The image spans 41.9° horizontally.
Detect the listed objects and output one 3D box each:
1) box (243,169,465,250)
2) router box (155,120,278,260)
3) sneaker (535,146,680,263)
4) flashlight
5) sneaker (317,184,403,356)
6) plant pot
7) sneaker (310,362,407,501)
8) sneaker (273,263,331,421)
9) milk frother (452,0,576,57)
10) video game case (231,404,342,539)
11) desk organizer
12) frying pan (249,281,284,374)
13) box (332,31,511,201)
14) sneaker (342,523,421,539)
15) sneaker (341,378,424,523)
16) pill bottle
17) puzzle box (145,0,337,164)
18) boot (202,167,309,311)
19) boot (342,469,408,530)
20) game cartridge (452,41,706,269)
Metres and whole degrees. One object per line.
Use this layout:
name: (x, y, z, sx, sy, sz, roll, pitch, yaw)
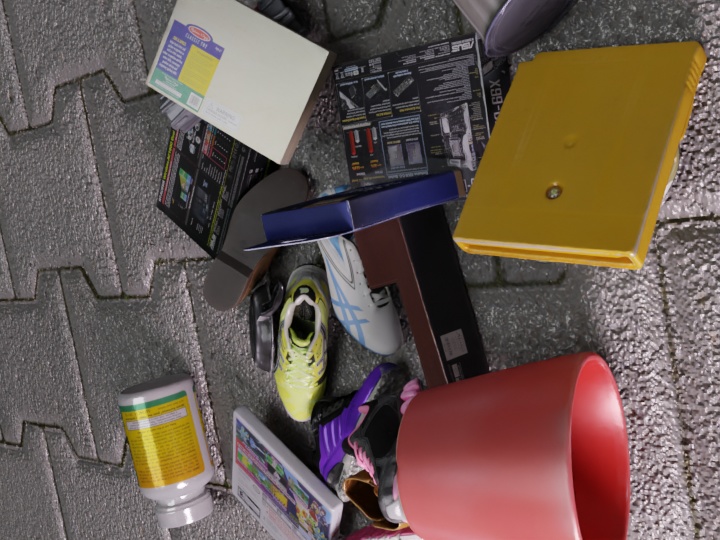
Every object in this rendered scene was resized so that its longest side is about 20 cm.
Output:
box: (-0.006, -0.059, 0.890, 0.120, 0.199, 0.033, -6, 101, 44)
router box: (-0.181, -0.131, 1.199, 0.149, 0.062, 0.202, 39, 125, 29)
sneaker: (0.198, -0.062, 0.841, 0.200, 0.088, 0.077, -45, 72, 41)
flashlight: (-0.148, -0.237, 1.086, 0.199, 0.068, 0.068, -38, 78, 16)
sneaker: (0.000, 0.000, 1.058, 0.072, 0.071, 0.202, -29, 82, 54)
plant pot: (0.140, 0.179, 0.868, 0.175, 0.200, 0.203, -5, 98, 30)
sneaker: (-0.016, 0.177, 1.126, 0.099, 0.069, 0.202, 41, 126, 31)
sneaker: (-0.076, 0.095, 1.140, 0.074, 0.077, 0.203, 5, 110, 7)
milk frother: (0.096, -0.313, 0.792, 0.189, 0.199, 0.181, 55, 128, 16)
video game case: (-0.102, 0.300, 1.246, 0.199, 0.023, 0.184, 39, 140, 30)
desk organizer: (0.065, 0.036, 1.009, 0.077, 0.071, 0.203, -17, 90, 47)
frying pan: (-0.116, 0.072, 1.154, 0.190, 0.030, 0.117, 174, 94, -79)
box: (0.066, -0.149, 0.969, 0.198, 0.049, 0.160, -2, 101, 44)
sneaker: (0.039, 0.347, 1.123, 0.199, 0.073, 0.088, -35, 83, 42)
sneaker: (0.025, 0.189, 0.964, 0.094, 0.200, 0.080, -11, 112, 11)
pill bottle: (-0.277, 0.262, 1.366, 0.112, 0.112, 0.203, -9, 96, 44)
puzzle box: (-0.135, -0.223, 1.037, 0.199, 0.025, 0.134, 32, 106, 17)
boot: (-0.124, -0.043, 1.170, 0.073, 0.075, 0.201, 37, 106, 10)
boot: (0.090, 0.242, 0.991, 0.199, 0.143, 0.072, 12, 111, 40)
game cartridge: (0.186, -0.102, 0.805, 0.175, 0.032, 0.202, 7, 66, 42)
